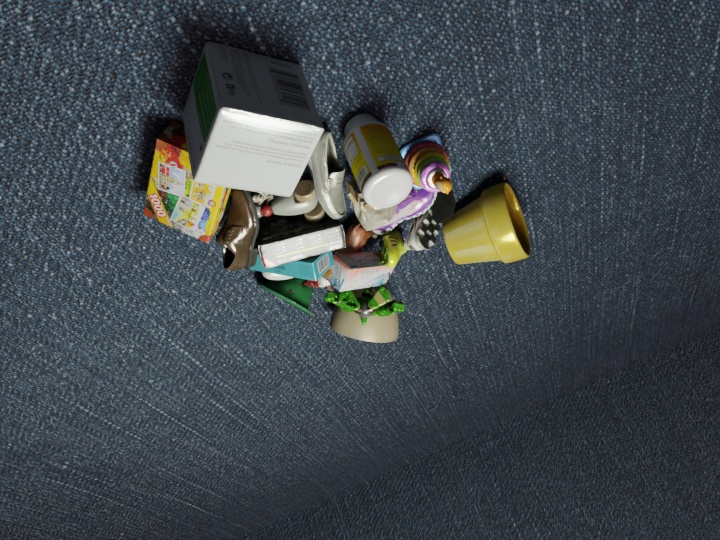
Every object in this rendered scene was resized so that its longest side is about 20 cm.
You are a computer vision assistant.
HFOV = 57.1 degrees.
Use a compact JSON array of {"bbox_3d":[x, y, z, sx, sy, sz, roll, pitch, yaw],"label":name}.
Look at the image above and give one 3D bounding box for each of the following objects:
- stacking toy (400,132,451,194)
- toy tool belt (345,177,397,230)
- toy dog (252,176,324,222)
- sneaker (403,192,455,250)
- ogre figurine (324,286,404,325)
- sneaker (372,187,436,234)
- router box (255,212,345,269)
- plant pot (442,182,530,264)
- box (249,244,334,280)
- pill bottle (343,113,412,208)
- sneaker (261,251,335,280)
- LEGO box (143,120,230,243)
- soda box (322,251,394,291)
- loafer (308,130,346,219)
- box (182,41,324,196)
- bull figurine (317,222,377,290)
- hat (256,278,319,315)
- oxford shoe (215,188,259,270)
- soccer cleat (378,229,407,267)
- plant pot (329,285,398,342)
[{"bbox_3d":[0.164,-0.215,1.474,0.109,0.201,0.117,-25,119,3],"label":"stacking toy"},{"bbox_3d":[0.032,-0.194,1.495,0.124,0.201,0.123,-24,119,36],"label":"toy tool belt"},{"bbox_3d":[-0.175,-0.167,1.488,0.197,0.097,0.132,6,142,-11],"label":"toy dog"},{"bbox_3d":[0.167,-0.130,1.665,0.074,0.201,0.088,48,148,-21],"label":"sneaker"},{"bbox_3d":[0.010,0.089,1.727,0.197,0.099,0.120,-12,167,-2],"label":"ogre figurine"},{"bbox_3d":[0.094,-0.161,1.607,0.199,0.081,0.088,-33,158,16],"label":"sneaker"},{"bbox_3d":[-0.146,-0.084,1.529,0.198,0.150,0.063,-14,120,-9],"label":"router box"},{"bbox_3d":[0.325,-0.105,1.736,0.187,0.203,0.200,-19,148,25],"label":"plant pot"},{"bbox_3d":[-0.167,-0.029,1.556,0.082,0.198,0.050,-44,134,-46],"label":"box"},{"bbox_3d":[0.030,-0.235,1.386,0.108,0.201,0.110,-14,144,-10],"label":"pill bottle"},{"bbox_3d":[-0.151,-0.047,1.657,0.198,0.074,0.116,-15,144,-26],"label":"sneaker"},{"bbox_3d":[-0.339,-0.174,1.326,0.148,0.078,0.201,24,133,-5],"label":"LEGO box"},{"bbox_3d":[0.000,0.000,1.626,0.199,0.063,0.069,-6,130,-53],"label":"soda box"},{"bbox_3d":[-0.065,-0.204,1.425,0.069,0.070,0.202,-2,123,28],"label":"loafer"},{"bbox_3d":[-0.203,-0.274,1.215,0.198,0.200,0.172,5,138,-30],"label":"box"},{"bbox_3d":[-0.034,-0.033,1.681,0.201,0.065,0.121,-58,162,18],"label":"bull figurine"},{"bbox_3d":[-0.151,0.006,1.743,0.200,0.165,0.177,36,81,-51],"label":"hat"},{"bbox_3d":[-0.264,-0.086,1.405,0.084,0.072,0.202,-19,127,-37],"label":"oxford shoe"},{"bbox_3d":[0.090,-0.060,1.668,0.083,0.200,0.065,6,109,-1],"label":"soccer cleat"},{"bbox_3d":[0.021,0.106,1.866,0.198,0.200,0.136,4,104,-31],"label":"plant pot"}]
